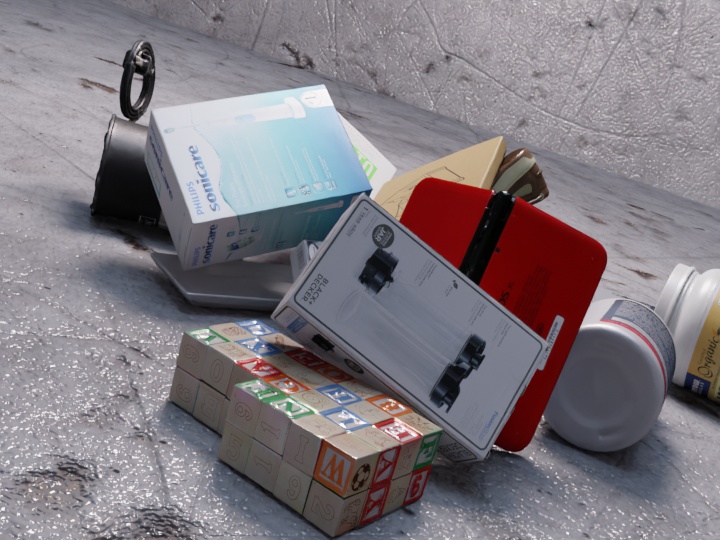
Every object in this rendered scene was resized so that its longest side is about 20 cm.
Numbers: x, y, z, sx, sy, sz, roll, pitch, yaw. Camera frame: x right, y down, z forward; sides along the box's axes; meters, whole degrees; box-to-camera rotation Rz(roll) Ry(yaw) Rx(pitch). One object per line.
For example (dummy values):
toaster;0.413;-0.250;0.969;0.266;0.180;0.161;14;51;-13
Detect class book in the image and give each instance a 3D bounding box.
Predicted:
book;-0.043;-0.109;1.249;0.134;0.048;0.201;45;35;-12

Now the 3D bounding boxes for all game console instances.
game console;0.100;0.036;0.960;0.170;0.203;0.119;26;-5;-9

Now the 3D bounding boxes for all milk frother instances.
milk frother;-0.205;-0.149;1.242;0.185;0.204;0.181;13;12;-14

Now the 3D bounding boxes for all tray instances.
tray;-0.114;0.018;1.098;0.197;0.023;0.107;6;19;-35

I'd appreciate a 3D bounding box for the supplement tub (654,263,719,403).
supplement tub;0.439;0.085;1.214;0.197;0.147;0.144;23;17;24

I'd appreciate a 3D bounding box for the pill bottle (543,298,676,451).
pill bottle;0.250;0.092;1.042;0.118;0.122;0.199;21;17;18

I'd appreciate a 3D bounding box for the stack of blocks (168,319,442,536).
stack of blocks;-0.053;0.109;0.786;0.198;0.060;0.114;27;18;32

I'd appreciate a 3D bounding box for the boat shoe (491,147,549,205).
boat shoe;0.130;-0.051;1.200;0.075;0.201;0.075;52;2;-9

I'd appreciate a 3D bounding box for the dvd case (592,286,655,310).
dvd case;0.338;0.054;1.437;0.196;0.025;0.150;18;16;7

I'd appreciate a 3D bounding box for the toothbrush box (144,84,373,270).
toothbrush box;-0.108;-0.099;1.088;0.197;0.086;0.148;-13;62;-25

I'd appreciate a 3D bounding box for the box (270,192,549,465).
box;0.041;0.050;0.846;0.199;0.117;0.060;37;-23;-6

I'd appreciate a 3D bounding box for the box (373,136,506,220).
box;0.073;-0.080;1.167;0.161;0.022;0.201;-19;21;25

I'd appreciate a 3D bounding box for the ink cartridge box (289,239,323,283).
ink cartridge box;0.026;0.029;1.079;0.197;0.039;0.101;6;58;-32
